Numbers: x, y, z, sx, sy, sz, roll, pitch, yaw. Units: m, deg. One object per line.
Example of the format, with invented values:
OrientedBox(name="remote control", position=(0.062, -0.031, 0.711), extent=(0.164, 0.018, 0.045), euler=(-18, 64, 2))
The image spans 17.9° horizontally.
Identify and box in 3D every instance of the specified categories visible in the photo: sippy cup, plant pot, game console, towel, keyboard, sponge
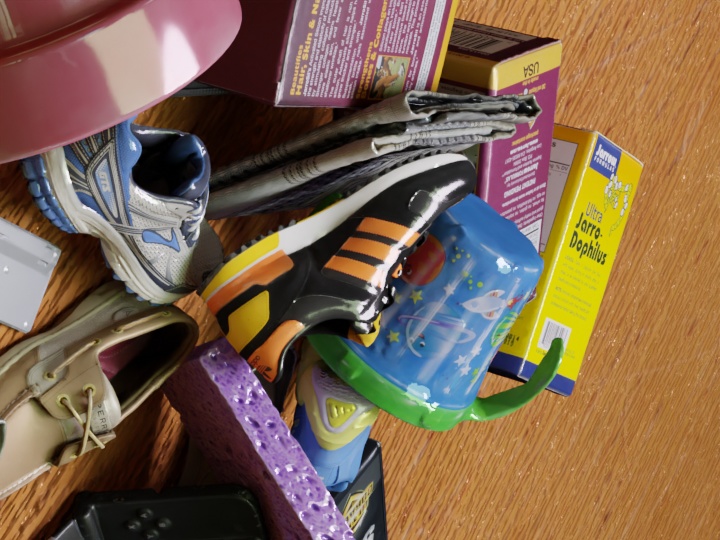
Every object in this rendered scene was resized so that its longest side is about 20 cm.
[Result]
OrientedBox(name="sippy cup", position=(0.050, 0.017, 1.535), extent=(0.178, 0.140, 0.130), euler=(17, 118, -47))
OrientedBox(name="plant pot", position=(-0.178, -0.173, 1.137), extent=(0.200, 0.200, 0.179), euler=(-44, 124, -42))
OrientedBox(name="game console", position=(-0.140, 0.248, 1.478), extent=(0.116, 0.176, 0.200), euler=(-85, 167, -48))
OrientedBox(name="towel", position=(0.000, -0.070, 1.487), extent=(0.193, 0.200, 0.035), euler=(-6, 77, -59))
OrientedBox(name="keyboard", position=(-0.233, -0.014, 1.289), extent=(0.200, 0.011, 0.056), euler=(32, 82, -60))
OrientedBox(name="sponge", position=(-0.059, 0.137, 1.466), extent=(0.030, 0.112, 0.200), euler=(-34, 97, -22))

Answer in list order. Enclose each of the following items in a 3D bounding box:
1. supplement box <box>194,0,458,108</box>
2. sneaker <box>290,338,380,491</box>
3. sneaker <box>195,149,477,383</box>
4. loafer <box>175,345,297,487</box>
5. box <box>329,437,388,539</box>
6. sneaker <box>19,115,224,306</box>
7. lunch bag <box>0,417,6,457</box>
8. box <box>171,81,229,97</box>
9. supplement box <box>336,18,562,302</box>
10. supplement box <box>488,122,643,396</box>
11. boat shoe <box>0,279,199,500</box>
OrientedBox(name="supplement box", position=(-0.024, -0.162, 1.403), extent=(0.200, 0.086, 0.110), euler=(-5, 110, -61))
OrientedBox(name="sneaker", position=(-0.020, 0.091, 1.617), extent=(0.200, 0.076, 0.105), euler=(-59, 170, -72))
OrientedBox(name="sneaker", position=(0.000, 0.000, 1.431), extent=(0.200, 0.090, 0.070), euler=(-28, 171, -21))
OrientedBox(name="loafer", position=(-0.080, 0.136, 1.563), extent=(0.075, 0.070, 0.200), euler=(22, 85, -61))
OrientedBox(name="box", position=(-0.050, 0.234, 1.672), extent=(0.200, 0.046, 0.159), euler=(-49, 149, -38))
OrientedBox(name="sneaker", position=(-0.121, -0.040, 1.363), extent=(0.200, 0.085, 0.077), euler=(38, 34, -60))
OrientedBox(name="lunch bag", position=(-0.295, 0.106, 1.080), extent=(0.200, 0.164, 0.118), euler=(-8, 114, -59))
OrientedBox(name="box", position=(-0.072, -0.211, 1.428), extent=(0.193, 0.048, 0.200), euler=(-7, 111, -57))
OrientedBox(name="supplement box", position=(0.059, -0.074, 1.636), extent=(0.103, 0.131, 0.200), euler=(-26, 126, -53))
OrientedBox(name="supplement box", position=(0.130, -0.015, 1.809), extent=(0.110, 0.109, 0.200), euler=(24, 84, -60))
OrientedBox(name="boat shoe", position=(-0.173, 0.074, 1.376), extent=(0.200, 0.066, 0.074), euler=(-48, 141, -38))
